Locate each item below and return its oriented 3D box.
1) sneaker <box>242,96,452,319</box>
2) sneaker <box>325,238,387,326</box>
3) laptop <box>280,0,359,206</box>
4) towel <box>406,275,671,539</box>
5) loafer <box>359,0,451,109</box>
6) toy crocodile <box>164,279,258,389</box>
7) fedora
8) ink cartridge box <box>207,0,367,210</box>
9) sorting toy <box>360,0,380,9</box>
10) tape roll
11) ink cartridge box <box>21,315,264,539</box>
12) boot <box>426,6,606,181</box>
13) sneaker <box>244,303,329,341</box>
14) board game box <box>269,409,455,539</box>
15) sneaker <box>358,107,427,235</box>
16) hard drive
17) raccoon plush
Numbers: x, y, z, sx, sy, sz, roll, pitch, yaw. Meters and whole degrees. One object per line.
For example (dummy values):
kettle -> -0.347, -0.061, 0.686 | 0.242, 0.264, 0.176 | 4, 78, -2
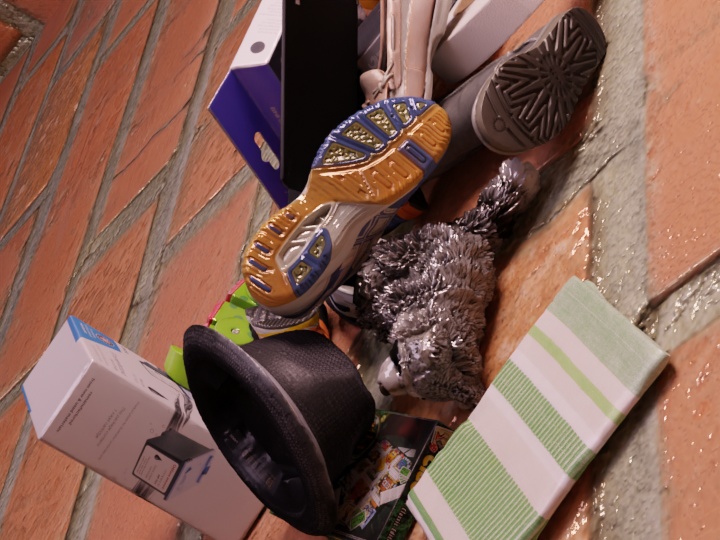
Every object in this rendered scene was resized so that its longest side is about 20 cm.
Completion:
sneaker -> -0.009, -0.047, 1.245 | 0.200, 0.075, 0.088 | -44, -19, -5
sneaker -> 0.000, 0.000, 1.358 | 0.074, 0.088, 0.200 | -65, 21, -10
laptop -> -0.057, -0.138, 1.333 | 0.200, 0.103, 0.178 | -10, 78, 63
towel -> 0.110, 0.108, 1.063 | 0.200, 0.023, 0.153 | -55, 22, 8
loafer -> 0.025, -0.162, 1.339 | 0.072, 0.063, 0.200 | 149, 136, -68
toy crocodile -> -0.116, 0.052, 1.521 | 0.200, 0.062, 0.068 | -56, -11, -53
fedora -> -0.050, 0.101, 1.228 | 0.092, 0.201, 0.201 | -32, 13, -21
ink cartridge box -> -0.046, -0.168, 1.533 | 0.043, 0.198, 0.200 | 9, 62, 31
sorting toy -> 0.049, -0.369, 1.727 | 0.180, 0.107, 0.200 | -11, 51, 53
tape roll -> 0.127, -0.244, 1.398 | 0.203, 0.037, 0.203 | -47, 11, 12
ink cartridge box -> -0.180, 0.138, 1.417 | 0.086, 0.200, 0.146 | -57, 22, 2
boot -> 0.088, -0.119, 1.307 | 0.200, 0.073, 0.182 | -23, 15, 47
sneaker -> -0.056, 0.072, 1.409 | 0.200, 0.070, 0.090 | -114, 11, -86
board game box -> -0.003, 0.154, 1.248 | 0.105, 0.023, 0.200 | -65, 22, -10
sneaker -> -0.002, -0.086, 1.465 | 0.078, 0.075, 0.200 | -38, 22, 11
hard drive -> 0.024, -0.209, 1.471 | 0.135, 0.042, 0.200 | -32, 19, 53
raccoon plush -> 0.076, 0.006, 1.187 | 0.200, 0.097, 0.134 | -58, 29, 2
